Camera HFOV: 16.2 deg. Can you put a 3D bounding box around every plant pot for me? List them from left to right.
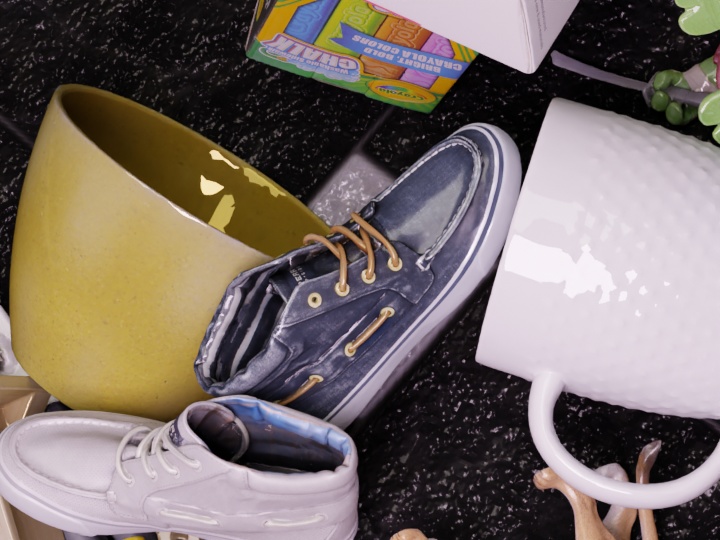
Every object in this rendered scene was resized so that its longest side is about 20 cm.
[{"bbox_3d":[-0.121,0.008,1.427,0.200,0.200,0.142,39,103,29],"label":"plant pot"}]

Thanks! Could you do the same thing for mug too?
[{"bbox_3d":[0.157,0.027,1.324,0.174,0.148,0.201,17,73,5],"label":"mug"}]

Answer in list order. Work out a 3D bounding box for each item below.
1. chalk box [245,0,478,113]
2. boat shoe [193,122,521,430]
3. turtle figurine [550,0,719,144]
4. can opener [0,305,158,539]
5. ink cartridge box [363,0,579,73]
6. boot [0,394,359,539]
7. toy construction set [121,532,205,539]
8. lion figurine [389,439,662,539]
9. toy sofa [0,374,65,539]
[{"bbox_3d":[0.013,-0.178,1.465,0.123,0.200,0.126,16,72,-9],"label":"chalk box"},{"bbox_3d":[0.000,0.000,1.315,0.201,0.091,0.071,-54,48,11],"label":"boat shoe"},{"bbox_3d":[0.171,-0.144,1.390,0.199,0.194,0.145,16,112,-5],"label":"turtle figurine"},{"bbox_3d":[-0.179,0.103,1.470,0.053,0.066,0.200,-40,69,4],"label":"can opener"},{"bbox_3d":[0.072,-0.225,1.319,0.146,0.083,0.201,25,70,19],"label":"ink cartridge box"},{"bbox_3d":[-0.096,0.093,1.311,0.198,0.096,0.074,9,54,1],"label":"boot"},{"bbox_3d":[-0.064,0.184,1.368,0.130,0.092,0.201,-12,57,-9],"label":"toy construction set"},{"bbox_3d":[0.091,0.179,1.328,0.199,0.073,0.123,-26,69,2],"label":"lion figurine"},{"bbox_3d":[-0.198,0.164,1.396,0.097,0.083,0.201,-22,79,19],"label":"toy sofa"}]
